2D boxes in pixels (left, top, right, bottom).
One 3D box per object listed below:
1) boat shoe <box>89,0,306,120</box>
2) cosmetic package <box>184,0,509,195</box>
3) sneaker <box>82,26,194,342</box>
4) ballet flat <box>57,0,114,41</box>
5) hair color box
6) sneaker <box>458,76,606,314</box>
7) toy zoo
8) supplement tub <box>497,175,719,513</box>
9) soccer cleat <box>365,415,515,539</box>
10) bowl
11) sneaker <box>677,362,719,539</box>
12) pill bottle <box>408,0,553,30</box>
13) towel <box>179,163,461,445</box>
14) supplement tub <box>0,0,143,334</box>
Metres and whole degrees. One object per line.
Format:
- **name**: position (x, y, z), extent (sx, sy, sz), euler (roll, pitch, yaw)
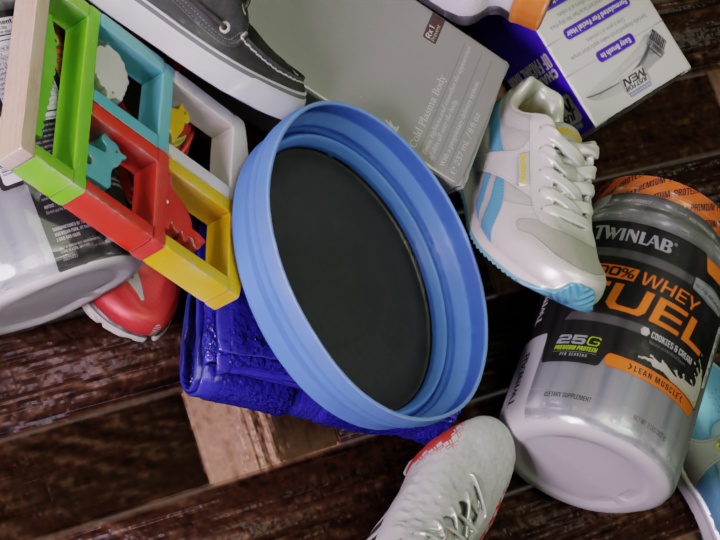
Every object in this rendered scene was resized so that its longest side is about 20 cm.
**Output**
- **boat shoe**: position (-0.099, -0.159, 1.196), extent (0.199, 0.070, 0.066), euler (33, 99, -27)
- **cosmetic package**: position (-0.017, -0.133, 1.325), extent (0.199, 0.090, 0.107), euler (31, 64, -20)
- **sneaker**: position (-0.134, -0.059, 1.232), extent (0.077, 0.085, 0.202), euler (6, 70, -27)
- **ballet flat**: position (-0.138, -0.184, 1.246), extent (0.199, 0.067, 0.047), euler (-26, 126, -4)
- **hair color box**: position (0.131, -0.194, 1.444), extent (0.109, 0.065, 0.201), euler (-31, 88, -34)
- **sneaker**: position (0.114, -0.050, 1.315), extent (0.076, 0.081, 0.200), euler (24, 26, -29)
- **toy zoo**: position (-0.118, -0.064, 1.153), extent (0.200, 0.020, 0.132), euler (37, 39, -38)
- **supplement tub**: position (0.171, 0.046, 1.347), extent (0.122, 0.122, 0.201), euler (31, 60, -17)
- **soccer cleat**: position (0.037, 0.166, 1.236), extent (0.069, 0.085, 0.200), euler (49, 66, -12)
- **bowl**: position (0.000, 0.000, 1.221), extent (0.200, 0.039, 0.202), euler (32, 46, -39)
- **sneaker**: position (0.276, 0.139, 1.369), extent (0.079, 0.130, 0.201), euler (-16, 81, -31)
- **pill bottle**: position (0.039, -0.226, 1.341), extent (0.199, 0.106, 0.107), euler (23, 61, 4)
- **towel**: position (-0.018, 0.022, 1.273), extent (0.199, 0.049, 0.149), euler (15, 67, -36)
- **supplement tub**: position (-0.210, -0.073, 1.163), extent (0.122, 0.122, 0.201), euler (-17, 79, -33)
